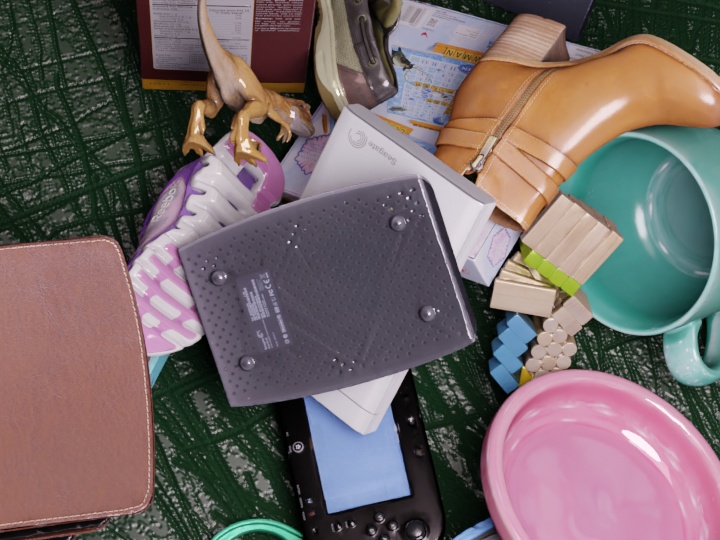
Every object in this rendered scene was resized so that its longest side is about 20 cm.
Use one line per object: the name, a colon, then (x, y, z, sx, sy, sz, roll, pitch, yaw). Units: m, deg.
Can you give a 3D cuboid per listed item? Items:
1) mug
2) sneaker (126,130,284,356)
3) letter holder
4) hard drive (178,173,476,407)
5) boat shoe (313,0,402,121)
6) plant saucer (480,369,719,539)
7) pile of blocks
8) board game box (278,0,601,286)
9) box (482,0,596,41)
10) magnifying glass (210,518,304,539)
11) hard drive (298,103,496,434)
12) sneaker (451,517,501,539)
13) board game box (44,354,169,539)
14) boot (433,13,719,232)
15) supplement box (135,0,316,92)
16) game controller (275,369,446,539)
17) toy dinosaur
mug: (0.234, -0.022, 1.370, 0.152, 0.185, 0.114, 22, 26, 37)
sneaker: (-0.135, -0.015, 1.354, 0.080, 0.088, 0.200, 47, 54, -27)
letter holder: (-0.219, 0.088, 1.264, 0.142, 0.101, 0.200, -7, 72, -9)
hard drive: (-0.021, 0.014, 1.266, 0.200, 0.042, 0.135, -17, 94, 27)
boat shoe: (0.002, -0.204, 1.411, 0.066, 0.072, 0.201, -11, 56, 16)
plant saucer: (0.172, 0.166, 1.282, 0.200, 0.051, 0.201, 14, 51, -18)
pile of blocks: (0.132, 0.031, 1.348, 0.082, 0.062, 0.200, 13, 108, -4)
board game box: (0.060, -0.105, 1.387, 0.200, 0.041, 0.200, 21, 69, 33)
box: (0.131, -0.326, 1.473, 0.197, 0.117, 0.200, 23, 72, 3)
magnifying glass: (-0.019, 0.224, 1.327, 0.200, 0.022, 0.080, 1, 71, -3)
hard drive: (0.000, 0.000, 1.300, 0.132, 0.027, 0.200, 37, 114, 23)
sneaker: (0.117, 0.218, 1.293, 0.200, 0.071, 0.083, -16, 61, -27)
board game box: (-0.248, 0.103, 1.332, 0.151, 0.047, 0.200, 24, 71, 3)
boot: (0.150, -0.096, 1.274, 0.200, 0.077, 0.155, 22, 67, 25)
supplement box: (-0.103, -0.268, 1.388, 0.133, 0.200, 0.197, 1, 72, -5)
game controller: (-0.004, 0.125, 1.340, 0.104, 0.042, 0.200, -9, 65, -9)
toy dinosaur: (-0.096, -0.136, 1.308, 0.060, 0.200, 0.106, 0, 66, 22)
